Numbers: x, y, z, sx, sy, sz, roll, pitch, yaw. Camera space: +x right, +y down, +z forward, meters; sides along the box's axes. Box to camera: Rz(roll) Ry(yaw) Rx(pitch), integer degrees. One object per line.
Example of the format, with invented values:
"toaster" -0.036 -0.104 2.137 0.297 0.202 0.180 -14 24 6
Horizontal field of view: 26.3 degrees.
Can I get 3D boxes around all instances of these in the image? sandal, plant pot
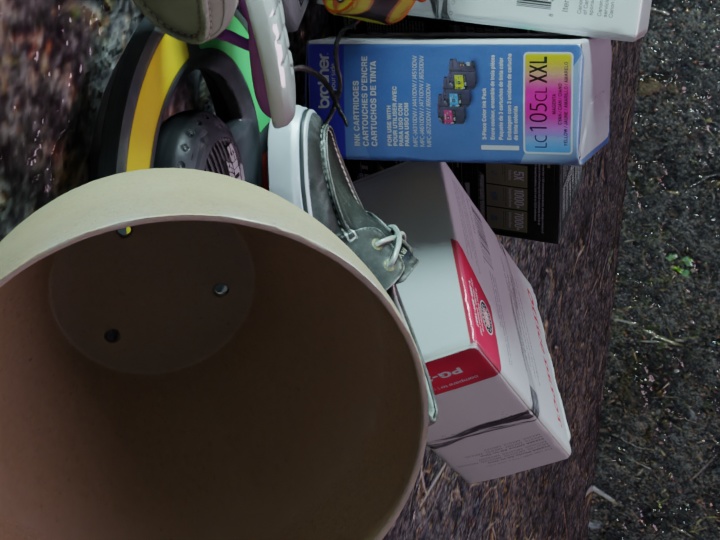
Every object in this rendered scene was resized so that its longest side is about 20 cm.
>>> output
"sandal" -0.071 -0.166 0.749 0.082 0.050 0.203 -64 142 -84
"plant pot" -0.083 0.037 0.653 0.135 0.200 0.201 -112 -160 -60

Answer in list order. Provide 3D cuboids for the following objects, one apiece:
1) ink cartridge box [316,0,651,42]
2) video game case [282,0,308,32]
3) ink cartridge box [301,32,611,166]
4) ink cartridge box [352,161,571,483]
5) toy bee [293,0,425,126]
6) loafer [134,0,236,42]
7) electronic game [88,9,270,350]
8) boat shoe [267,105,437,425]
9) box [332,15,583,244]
"ink cartridge box" 0.081 -0.223 0.929 0.084 0.199 0.145 -35 133 -73
"video game case" -0.034 -0.274 0.901 0.182 0.022 0.200 74 30 -57
"ink cartridge box" 0.049 -0.110 0.960 0.136 0.199 0.077 -31 124 -70
"ink cartridge box" 0.063 0.039 1.032 0.200 0.083 0.146 49 27 -54
"toy bee" 0.012 -0.178 0.845 0.131 0.109 0.201 -17 105 -25
"loafer" -0.104 -0.153 0.626 0.070 0.070 0.200 -64 153 -21
"electronic game" -0.083 -0.042 0.791 0.200 0.041 0.201 3 90 -72
"boat shoe" 0.000 0.000 0.874 0.072 0.071 0.201 -55 133 -69
"box" 0.075 -0.131 1.102 0.086 0.163 0.200 -65 157 -44
